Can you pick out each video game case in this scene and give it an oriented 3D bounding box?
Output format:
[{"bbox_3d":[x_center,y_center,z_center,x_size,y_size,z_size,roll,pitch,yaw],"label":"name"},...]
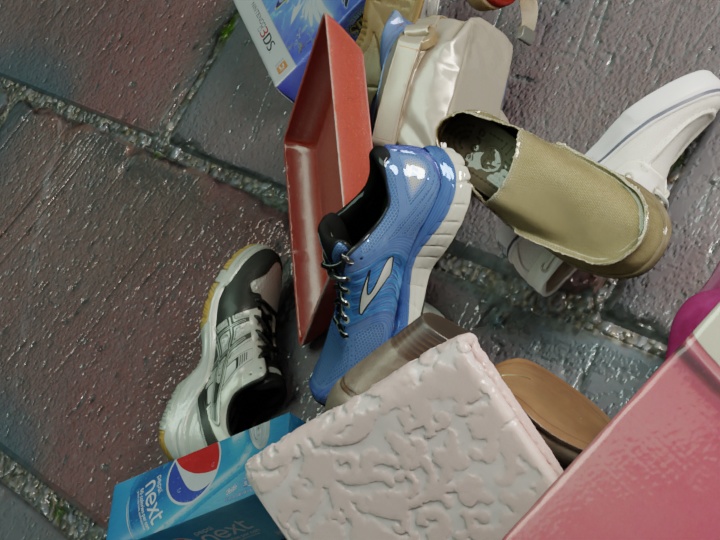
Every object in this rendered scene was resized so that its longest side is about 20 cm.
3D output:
[{"bbox_3d":[-0.020,-0.271,1.863,0.200,0.045,0.182,-44,38,14],"label":"video game case"}]

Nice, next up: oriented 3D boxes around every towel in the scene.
[{"bbox_3d":[0.047,0.161,1.342,0.200,0.191,0.032,-32,6,28],"label":"towel"}]

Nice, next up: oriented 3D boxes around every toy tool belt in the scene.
[{"bbox_3d":[0.054,-0.158,1.618,0.123,0.125,0.201,-2,70,46],"label":"toy tool belt"}]

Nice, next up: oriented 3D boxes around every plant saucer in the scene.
[{"bbox_3d":[-0.023,-0.069,1.615,0.200,0.036,0.201,112,155,-61],"label":"plant saucer"}]

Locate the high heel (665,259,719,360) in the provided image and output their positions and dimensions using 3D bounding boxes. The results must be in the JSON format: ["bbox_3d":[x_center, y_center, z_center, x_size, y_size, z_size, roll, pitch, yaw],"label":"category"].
[{"bbox_3d":[0.274,0.032,1.267,0.096,0.067,0.200,-57,20,-20],"label":"high heel"}]

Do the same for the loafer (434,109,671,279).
[{"bbox_3d":[0.124,-0.054,1.411,0.199,0.067,0.076,28,97,33],"label":"loafer"}]

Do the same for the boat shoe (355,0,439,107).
[{"bbox_3d":[0.028,-0.177,1.720,0.071,0.069,0.201,25,100,25],"label":"boat shoe"}]

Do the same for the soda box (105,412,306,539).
[{"bbox_3d":[-0.107,0.179,1.582,0.199,0.068,0.064,-25,45,35],"label":"soda box"}]

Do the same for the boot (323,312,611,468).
[{"bbox_3d":[0.070,0.125,1.376,0.147,0.200,0.070,-58,-6,25],"label":"boot"}]

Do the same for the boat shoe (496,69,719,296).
[{"bbox_3d":[0.190,-0.057,1.448,0.200,0.071,0.070,-40,66,14],"label":"boat shoe"}]

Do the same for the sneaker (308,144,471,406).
[{"bbox_3d":[0.000,0.000,1.411,0.079,0.089,0.201,43,116,59],"label":"sneaker"}]

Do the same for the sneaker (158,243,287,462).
[{"bbox_3d":[-0.089,0.075,1.659,0.087,0.076,0.201,6,69,33],"label":"sneaker"}]

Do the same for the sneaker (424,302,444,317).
[{"bbox_3d":[0.010,0.094,1.511,0.147,0.080,0.200,-61,25,8],"label":"sneaker"}]

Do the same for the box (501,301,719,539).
[{"bbox_3d":[0.196,0.122,1.204,0.109,0.128,0.200,43,99,13],"label":"box"}]
